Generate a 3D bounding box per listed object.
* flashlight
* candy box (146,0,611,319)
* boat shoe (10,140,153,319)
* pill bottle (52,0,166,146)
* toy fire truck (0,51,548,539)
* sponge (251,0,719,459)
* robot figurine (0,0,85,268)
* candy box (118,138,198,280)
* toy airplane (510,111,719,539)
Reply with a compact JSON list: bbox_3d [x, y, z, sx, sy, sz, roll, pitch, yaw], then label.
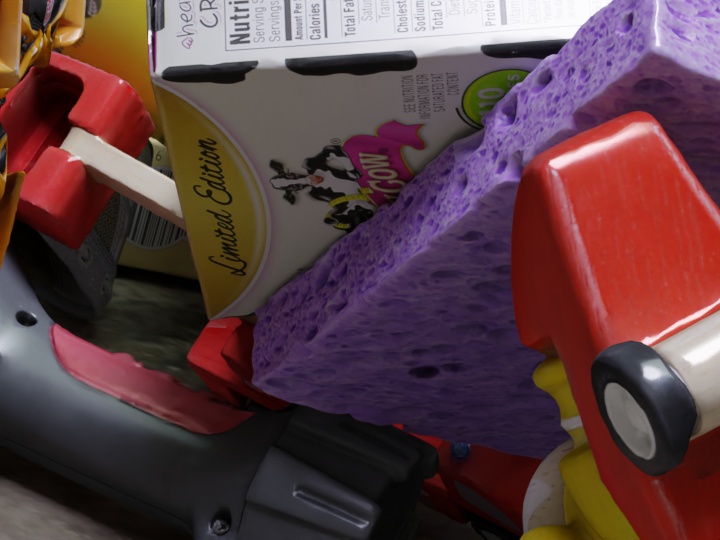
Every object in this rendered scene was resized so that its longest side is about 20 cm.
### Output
[{"bbox_3d":[-0.073,0.035,0.826,0.199,0.068,0.068,21,14,18],"label":"flashlight"},{"bbox_3d":[0.048,-0.048,0.743,0.198,0.061,0.137,-4,-28,3],"label":"candy box"},{"bbox_3d":[-0.146,-0.043,0.907,0.074,0.065,0.202,-4,-20,34],"label":"boat shoe"},{"bbox_3d":[-0.018,-0.077,0.892,0.199,0.113,0.113,34,16,-5],"label":"pill bottle"},{"bbox_3d":[-0.018,0.013,0.858,0.199,0.049,0.141,26,-15,25],"label":"toy fire truck"},{"bbox_3d":[0.064,-0.006,0.727,0.111,0.200,0.030,14,59,-27],"label":"sponge"},{"bbox_3d":[-0.119,-0.021,0.721,0.058,0.201,0.145,18,17,3],"label":"robot figurine"},{"bbox_3d":[-0.029,-0.031,1.099,0.199,0.056,0.116,12,17,-20],"label":"candy box"},{"bbox_3d":[0.090,0.081,0.672,0.199,0.200,0.141,21,-1,-26],"label":"toy airplane"}]
